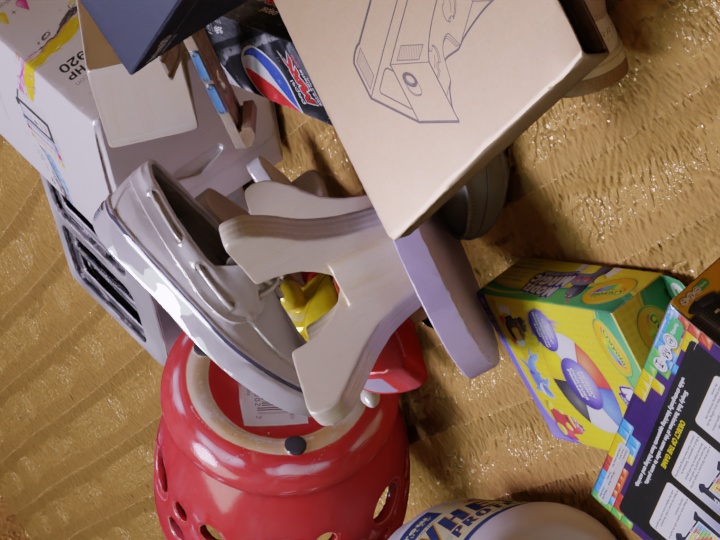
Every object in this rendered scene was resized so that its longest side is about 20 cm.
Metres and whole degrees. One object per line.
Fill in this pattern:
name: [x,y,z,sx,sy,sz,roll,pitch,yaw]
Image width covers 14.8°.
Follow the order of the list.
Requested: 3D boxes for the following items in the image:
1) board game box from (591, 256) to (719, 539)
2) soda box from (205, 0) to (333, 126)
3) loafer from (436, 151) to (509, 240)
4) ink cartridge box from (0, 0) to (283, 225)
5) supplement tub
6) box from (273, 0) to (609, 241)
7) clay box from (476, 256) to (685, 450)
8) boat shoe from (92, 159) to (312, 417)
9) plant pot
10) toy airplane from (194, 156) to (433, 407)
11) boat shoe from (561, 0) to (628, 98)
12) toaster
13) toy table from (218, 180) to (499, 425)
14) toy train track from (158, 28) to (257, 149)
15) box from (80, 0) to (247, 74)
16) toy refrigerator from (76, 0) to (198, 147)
board game box: [0.224,0.110,1.526,0.165,0.057,0.200,40,148,17]
soda box: [-0.036,-0.148,1.772,0.200,0.071,0.064,26,146,56]
loafer: [0.044,-0.087,1.679,0.070,0.070,0.201,40,156,37]
ink cartridge box: [-0.177,-0.143,2.002,0.200,0.147,0.145,41,156,36]
supplement tub: [0.097,0.236,1.970,0.145,0.145,0.200,58,161,-9]
box: [0.039,-0.134,1.495,0.200,0.021,0.164,-42,67,46]
clay box: [0.156,0.056,1.682,0.115,0.048,0.200,61,161,-16]
boat shoe: [-0.085,0.010,1.813,0.200,0.066,0.072,45,-159,8]
plant pot: [-0.057,0.126,2.089,0.200,0.200,0.183,47,154,24]
toy airplane: [-0.039,0.016,1.938,0.200,0.141,0.199,40,-178,-2]
boat shoe: [0.069,-0.151,1.525,0.200,0.072,0.065,27,138,50]
toaster: [-0.158,-0.044,2.144,0.200,0.118,0.181,42,158,34]
toy table: [0.000,0.000,1.751,0.184,0.117,0.201,54,-166,-41]
toy train track: [-0.092,-0.146,1.729,0.200,0.032,0.115,66,-159,-52]
box: [-0.069,-0.222,1.560,0.104,0.182,0.200,55,161,1]
toy refrigerator: [-0.156,-0.185,1.887,0.076,0.070,0.201,78,180,-48]
